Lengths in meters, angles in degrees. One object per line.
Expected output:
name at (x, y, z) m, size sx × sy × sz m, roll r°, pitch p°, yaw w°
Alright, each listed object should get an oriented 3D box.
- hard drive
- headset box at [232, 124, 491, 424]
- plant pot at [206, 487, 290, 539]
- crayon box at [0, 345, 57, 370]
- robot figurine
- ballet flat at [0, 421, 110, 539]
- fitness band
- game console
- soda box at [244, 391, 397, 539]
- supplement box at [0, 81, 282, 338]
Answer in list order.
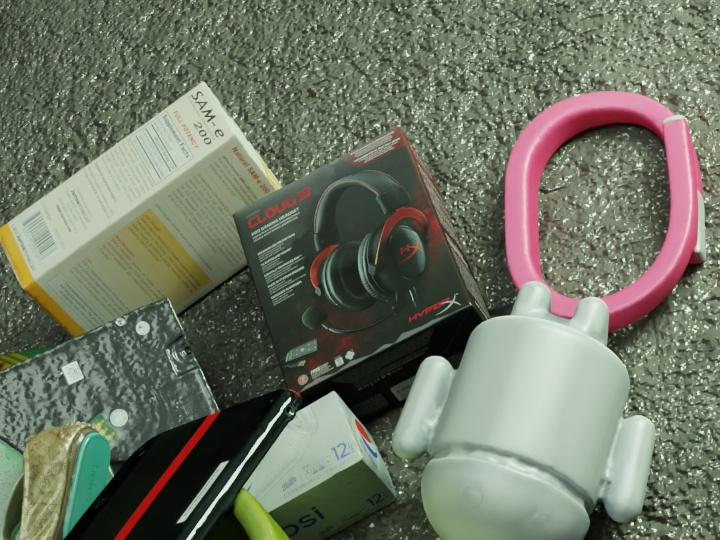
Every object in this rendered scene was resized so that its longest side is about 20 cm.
hard drive at (-0.201, 0.123, 1.290) m, size 0.199 × 0.038 × 0.141 m, roll -25°, pitch 76°, yaw -11°
headset box at (0.000, 0.000, 1.307) m, size 0.148 × 0.075 × 0.201 m, roll -26°, pitch 52°, yaw 9°
plant pot at (-0.078, 0.270, 1.077) m, size 0.199 × 0.182 × 0.200 m, roll -43°, pitch 11°, yaw -6°
crayon box at (-0.293, 0.134, 1.381) m, size 0.198 × 0.051 × 0.128 m, roll -11°, pitch 56°, yaw 20°
robot figurine at (0.108, 0.110, 1.158) m, size 0.168 × 0.113 × 0.201 m, roll 14°, pitch 65°, yaw 17°
ballet flat at (-0.220, 0.203, 1.222) m, size 0.065 × 0.071 × 0.202 m, roll 1°, pitch 69°, yaw 26°
fitness band at (0.173, -0.046, 1.276) m, size 0.142 × 0.037 × 0.201 m, roll -11°, pitch 54°, yaw 20°
game console at (-0.134, 0.164, 1.140) m, size 0.176 × 0.031 × 0.200 m, roll -22°, pitch 24°, yaw 45°
soda box at (-0.080, 0.169, 1.243) m, size 0.199 × 0.068 × 0.064 m, roll -30°, pitch 51°, yaw 7°
supplement box at (-0.161, -0.034, 1.377) m, size 0.199 × 0.126 × 0.074 m, roll -35°, pitch 49°, yaw 1°
